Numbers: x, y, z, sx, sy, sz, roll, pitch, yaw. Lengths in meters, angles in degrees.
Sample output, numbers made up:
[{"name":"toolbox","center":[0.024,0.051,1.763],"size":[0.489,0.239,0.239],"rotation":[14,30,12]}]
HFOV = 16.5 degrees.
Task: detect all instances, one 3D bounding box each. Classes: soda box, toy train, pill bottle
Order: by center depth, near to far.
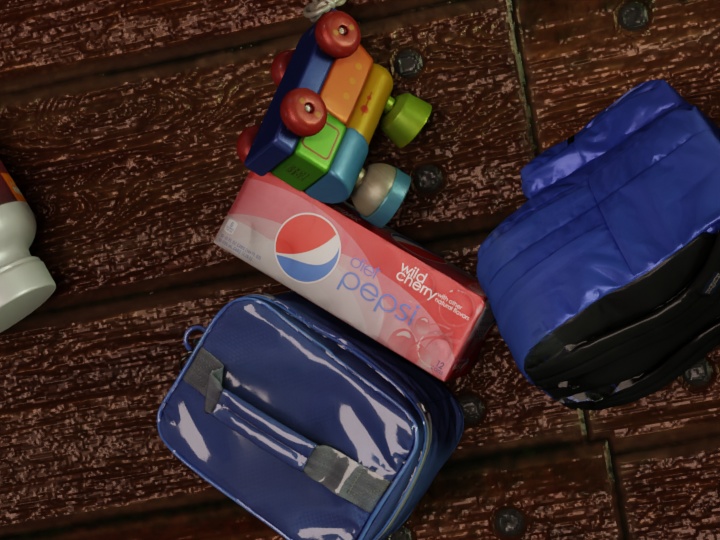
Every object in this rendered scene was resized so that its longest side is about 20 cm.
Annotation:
[{"name":"toy train","center":[0.002,-0.133,1.748],"size":[0.116,0.085,0.200],"rotation":[32,58,-16]},{"name":"soda box","center":[0.000,0.000,1.758],"size":[0.200,0.063,0.070],"rotation":[30,99,15]},{"name":"pill bottle","center":[-0.311,-0.050,1.826],"size":[0.113,0.113,0.200],"rotation":[-35,82,15]}]

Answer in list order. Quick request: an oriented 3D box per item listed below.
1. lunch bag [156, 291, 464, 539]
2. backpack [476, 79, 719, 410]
[{"name":"lunch bag","center":[-0.042,0.101,1.736],"size":[0.200,0.132,0.136],"rotation":[33,100,13]},{"name":"backpack","center":[0.180,-0.011,1.657],"size":[0.200,0.162,0.168],"rotation":[-38,52,14]}]
